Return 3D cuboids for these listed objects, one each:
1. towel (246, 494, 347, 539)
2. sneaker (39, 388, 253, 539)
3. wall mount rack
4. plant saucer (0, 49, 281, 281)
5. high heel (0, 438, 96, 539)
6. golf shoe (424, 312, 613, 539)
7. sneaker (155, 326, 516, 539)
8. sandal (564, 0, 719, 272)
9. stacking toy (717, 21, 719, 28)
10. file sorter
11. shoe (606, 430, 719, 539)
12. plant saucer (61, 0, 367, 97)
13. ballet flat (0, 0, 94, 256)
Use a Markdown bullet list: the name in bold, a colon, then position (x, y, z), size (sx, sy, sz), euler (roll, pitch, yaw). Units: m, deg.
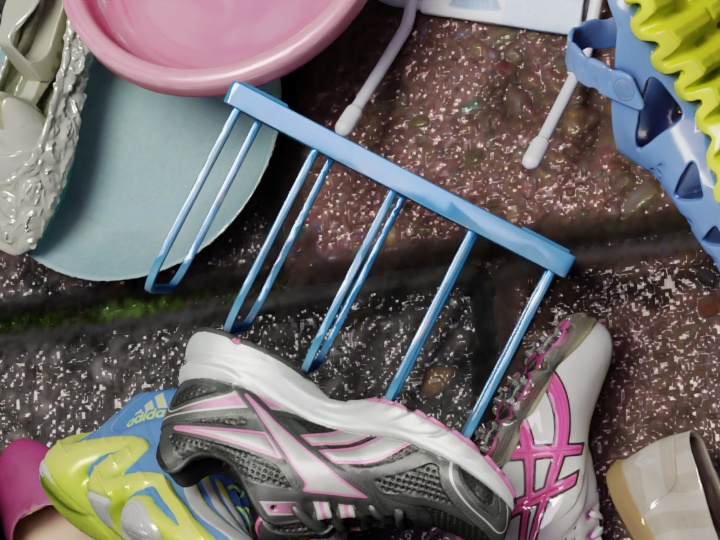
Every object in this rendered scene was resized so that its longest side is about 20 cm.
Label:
- **towel**: position (-0.065, 0.174, 1.549), size (0.132, 0.035, 0.201), euler (-24, 42, 14)
- **sneaker**: position (-0.090, 0.114, 1.542), size (0.105, 0.076, 0.200), euler (-45, 43, -19)
- **wall mount rack**: position (0.070, -0.148, 1.603), size (0.199, 0.075, 0.175), euler (11, 89, 24)
- **plant saucer**: position (-0.133, -0.087, 1.683), size (0.200, 0.039, 0.202), euler (-6, 74, 19)
- **high heel**: position (-0.169, 0.176, 1.596), size (0.067, 0.096, 0.201), euler (-34, 67, 9)
- **golf shoe**: position (0.097, 0.122, 1.534), size (0.092, 0.073, 0.201), euler (26, 84, -4)
- **sneaker**: position (-0.016, 0.110, 1.470), size (0.199, 0.080, 0.087), euler (21, 72, 19)
- **sandal**: position (0.175, -0.078, 1.531), size (0.087, 0.079, 0.201), euler (-22, 93, 43)
- **stacking toy**: position (0.197, -0.190, 1.560), size (0.109, 0.116, 0.201), euler (-5, 92, -3)
- **file sorter**: position (0.000, 0.000, 1.526), size (0.199, 0.139, 0.123), euler (27, 92, 3)
- **shoe**: position (0.191, 0.175, 1.475), size (0.053, 0.070, 0.201), euler (-33, 65, 18)
- **plant saucer**: position (-0.072, -0.182, 1.610), size (0.199, 0.051, 0.202), euler (-8, 63, 15)
- **ballet flat**: position (-0.195, -0.112, 1.655), size (0.071, 0.072, 0.201), euler (13, 81, 23)
